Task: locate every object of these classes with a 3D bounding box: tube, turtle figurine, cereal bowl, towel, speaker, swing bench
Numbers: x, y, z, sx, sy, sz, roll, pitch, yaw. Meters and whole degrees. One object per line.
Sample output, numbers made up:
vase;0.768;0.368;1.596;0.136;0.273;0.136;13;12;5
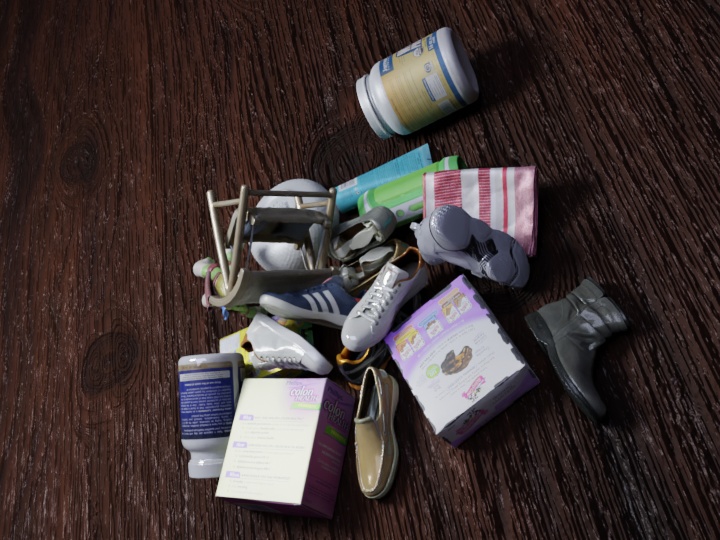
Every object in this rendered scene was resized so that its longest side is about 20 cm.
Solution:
tube;0.043;-0.170;1.540;0.197;0.050;0.078;-23;56;15
turtle figurine;-0.223;0.018;1.562;0.193;0.144;0.201;4;55;53
cereal bowl;-0.142;-0.095;1.595;0.197;0.083;0.203;-18;54;26
towel;0.193;-0.094;1.347;0.197;0.023;0.147;1;92;27
speaker;0.096;-0.131;1.452;0.197;0.088;0.090;-20;53;23
swing bench;-0.148;-0.039;1.418;0.129;0.197;0.204;0;92;51

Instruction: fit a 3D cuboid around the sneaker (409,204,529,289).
sneaker;0.170;-0.033;1.300;0.115;0.198;0.076;-8;54;64

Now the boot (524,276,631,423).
boot;0.329;0.104;1.168;0.129;0.068;0.202;-31;51;8

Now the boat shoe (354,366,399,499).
boat shoe;0.015;0.249;1.284;0.071;0.076;0.203;-15;56;26

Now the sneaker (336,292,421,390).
sneaker;0.032;0.100;1.362;0.078;0.077;0.202;21;74;42

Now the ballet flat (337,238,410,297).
ballet flat;0.000;0.000;1.453;0.198;0.063;0.069;-31;52;16

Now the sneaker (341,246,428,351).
sneaker;0.034;0.037;1.316;0.072;0.085;0.200;27;61;27

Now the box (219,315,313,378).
box;-0.163;0.147;1.488;0.198;0.048;0.119;-24;53;23

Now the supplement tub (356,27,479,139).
supplement tub;0.106;-0.343;1.531;0.198;0.145;0.147;-23;52;21

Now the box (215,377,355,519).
box;-0.120;0.286;1.341;0.173;0.097;0.203;-6;61;32

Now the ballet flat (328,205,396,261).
ballet flat;-0.015;-0.054;1.451;0.199;0.067;0.064;-30;18;48

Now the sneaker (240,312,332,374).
sneaker;-0.127;0.145;1.382;0.199;0.073;0.085;24;74;45

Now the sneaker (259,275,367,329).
sneaker;-0.074;0.046;1.395;0.075;0.197;0.086;-13;66;63

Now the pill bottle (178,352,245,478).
pill bottle;-0.251;0.246;1.410;0.114;0.115;0.204;-8;82;30

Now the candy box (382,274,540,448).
candy box;0.150;0.137;1.263;0.167;0.071;0.201;-38;48;9
